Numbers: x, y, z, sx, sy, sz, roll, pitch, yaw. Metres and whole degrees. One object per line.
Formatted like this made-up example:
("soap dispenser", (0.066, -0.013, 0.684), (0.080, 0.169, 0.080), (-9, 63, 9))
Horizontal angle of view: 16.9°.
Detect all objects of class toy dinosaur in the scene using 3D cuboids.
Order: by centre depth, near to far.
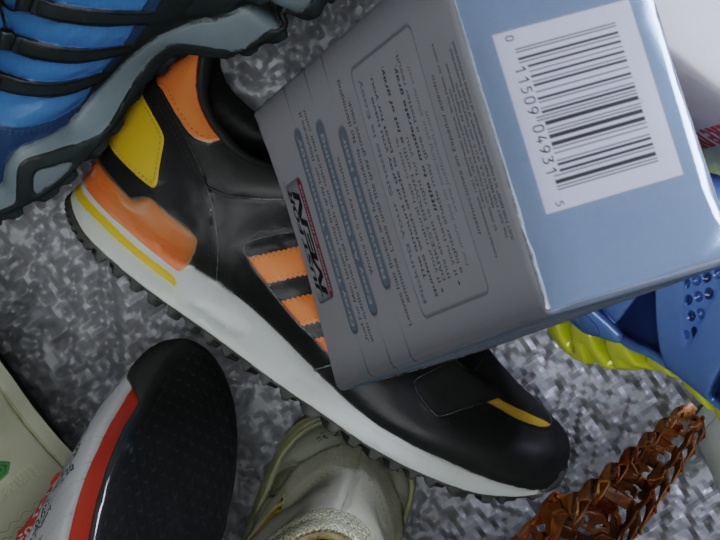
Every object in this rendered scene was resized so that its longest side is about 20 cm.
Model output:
("toy dinosaur", (0.051, 0.133, 0.824), (0.102, 0.136, 0.201), (7, 109, -7))

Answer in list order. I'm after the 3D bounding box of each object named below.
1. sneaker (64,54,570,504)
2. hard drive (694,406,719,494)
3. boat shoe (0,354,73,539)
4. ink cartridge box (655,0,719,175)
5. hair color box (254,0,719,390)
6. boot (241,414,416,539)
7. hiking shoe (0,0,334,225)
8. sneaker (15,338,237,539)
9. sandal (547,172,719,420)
("sneaker", (0.000, 0.000, 0.837), (0.200, 0.070, 0.090), (33, 104, -1))
("hard drive", (0.173, 0.046, 0.766), (0.132, 0.200, 0.027), (-42, 102, 10))
("boat shoe", (-0.132, 0.082, 0.871), (0.072, 0.068, 0.200), (-32, 112, -14))
("ink cartridge box", (0.073, -0.120, 0.766), (0.200, 0.145, 0.088), (35, 89, -3))
("hair color box", (0.032, -0.028, 0.719), (0.060, 0.200, 0.099), (-16, 86, -18))
("boot", (-0.031, 0.157, 0.825), (0.072, 0.155, 0.201), (17, 102, -1))
("hiking shoe", (-0.103, -0.088, 0.808), (0.200, 0.075, 0.087), (-34, 129, 15))
("sneaker", (-0.115, 0.115, 0.812), (0.108, 0.067, 0.202), (-5, 60, 35))
("sandal", (0.110, 0.001, 0.763), (0.087, 0.200, 0.080), (47, 69, -35))
